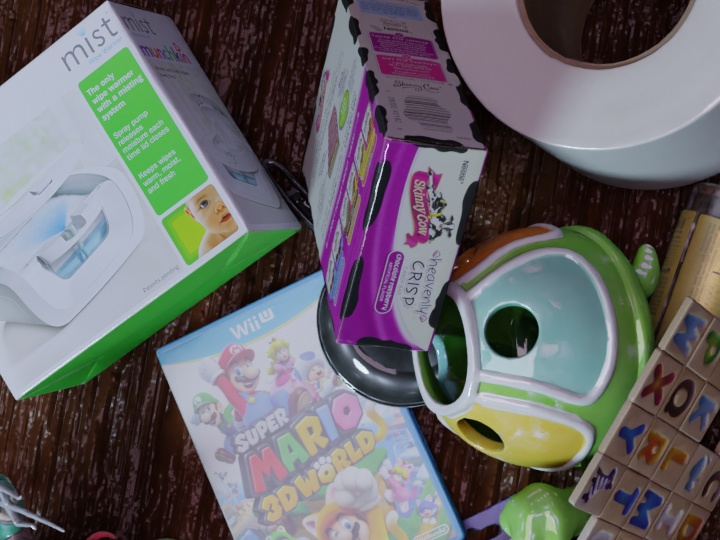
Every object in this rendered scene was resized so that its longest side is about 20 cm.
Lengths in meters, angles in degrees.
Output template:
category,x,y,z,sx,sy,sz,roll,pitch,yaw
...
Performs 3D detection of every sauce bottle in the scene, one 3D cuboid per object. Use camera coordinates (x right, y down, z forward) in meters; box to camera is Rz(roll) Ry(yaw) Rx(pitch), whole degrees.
category,x,y,z,sx,sy,sz,roll,pitch,yaw
sauce bottle,0.205,0.047,0.957,0.065,0.065,0.200,21,91,10

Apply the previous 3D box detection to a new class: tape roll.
category,x,y,z,sx,sy,sz,roll,pitch,yaw
tape roll,0.164,-0.158,0.919,0.202,0.139,0.203,-3,83,22

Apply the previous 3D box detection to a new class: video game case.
category,x,y,z,sx,sy,sz,roll,pitch,yaw
video game case,-0.034,0.114,1.009,0.143,0.018,0.200,-26,79,7

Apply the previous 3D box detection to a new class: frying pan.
category,x,y,z,sx,sy,sz,roll,pitch,yaw
frying pan,0.017,-0.004,1.001,0.115,0.031,0.190,-17,82,-8

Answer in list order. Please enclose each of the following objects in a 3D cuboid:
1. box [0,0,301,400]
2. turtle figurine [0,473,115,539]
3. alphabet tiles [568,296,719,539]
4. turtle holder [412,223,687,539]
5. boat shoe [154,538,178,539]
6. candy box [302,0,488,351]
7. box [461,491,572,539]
category,x,y,z,sx,sy,sz,roll,pitch,yaw
box,-0.173,-0.045,0.996,0.200,0.097,0.177,-34,82,17
turtle figurine,-0.228,0.208,0.943,0.200,0.101,0.150,-8,63,46
alphabet tiles,0.178,0.127,0.910,0.008,0.167,0.200,30,89,39
turtle holder,0.102,0.065,0.922,0.131,0.141,0.186,0,100,-30
boat shoe,-0.084,0.258,0.988,0.072,0.066,0.201,-43,80,7
candy box,0.015,-0.065,0.907,0.061,0.200,0.137,6,123,-13
box,0.110,0.252,0.975,0.121,0.032,0.200,-28,81,7
